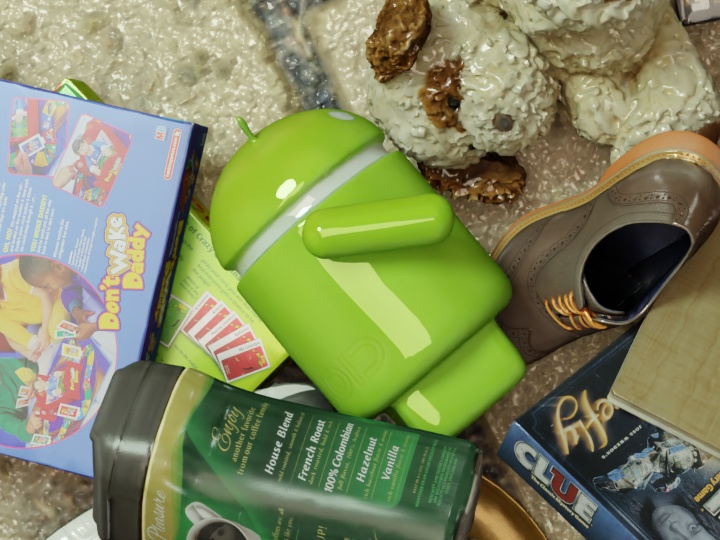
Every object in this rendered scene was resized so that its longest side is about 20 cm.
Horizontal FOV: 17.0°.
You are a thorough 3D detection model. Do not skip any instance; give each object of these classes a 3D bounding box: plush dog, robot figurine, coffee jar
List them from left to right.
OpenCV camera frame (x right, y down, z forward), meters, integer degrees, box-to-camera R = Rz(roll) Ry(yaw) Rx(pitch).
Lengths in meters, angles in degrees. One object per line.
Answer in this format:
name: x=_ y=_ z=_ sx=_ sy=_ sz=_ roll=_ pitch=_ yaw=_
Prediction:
coffee jar: x=-0.042 y=0.114 z=1.239 sx=0.199 sy=0.104 sz=0.086 roll=14 pitch=52 yaw=5
robot figurine: x=0.000 y=0.000 z=1.281 sx=0.116 sy=0.175 sz=0.200 roll=-40 pitch=86 yaw=-5
plush dog: x=0.082 y=-0.122 z=1.295 sx=0.171 sy=0.200 sz=0.161 roll=-28 pitch=46 yaw=3

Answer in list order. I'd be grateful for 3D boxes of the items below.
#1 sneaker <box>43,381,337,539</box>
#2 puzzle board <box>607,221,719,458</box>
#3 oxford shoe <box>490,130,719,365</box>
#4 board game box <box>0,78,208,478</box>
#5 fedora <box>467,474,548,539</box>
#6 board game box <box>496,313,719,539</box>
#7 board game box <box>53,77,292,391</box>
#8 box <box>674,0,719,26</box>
sneaker: x=-0.087 y=0.141 z=1.324 sx=0.200 sy=0.074 sz=0.080 roll=-39 pitch=62 yaw=-2
puzzle board: x=0.231 y=0.032 z=1.279 sx=0.150 sy=0.017 sz=0.200 roll=28 pitch=53 yaw=4
oxford shoe: x=0.115 y=0.004 z=1.284 sx=0.071 sy=0.073 sz=0.200 roll=34 pitch=132 yaw=-11
board game box: x=-0.173 y=0.002 z=1.324 sx=0.134 sy=0.045 sz=0.201 roll=14 pitch=93 yaw=7
fedora: x=0.028 y=0.190 z=1.312 sx=0.200 sy=0.082 sz=0.201 roll=1 pitch=78 yaw=-4
board game box: x=0.187 y=0.081 z=1.262 sx=0.135 sy=0.035 sz=0.200 roll=43 pitch=55 yaw=17
board game box: x=-0.128 y=-0.002 z=1.366 sx=0.102 sy=0.048 sz=0.200 roll=-45 pitch=86 yaw=5
box: x=0.258 y=-0.229 z=1.315 sx=0.199 sy=0.049 sz=0.162 roll=-9 pitch=94 yaw=7
